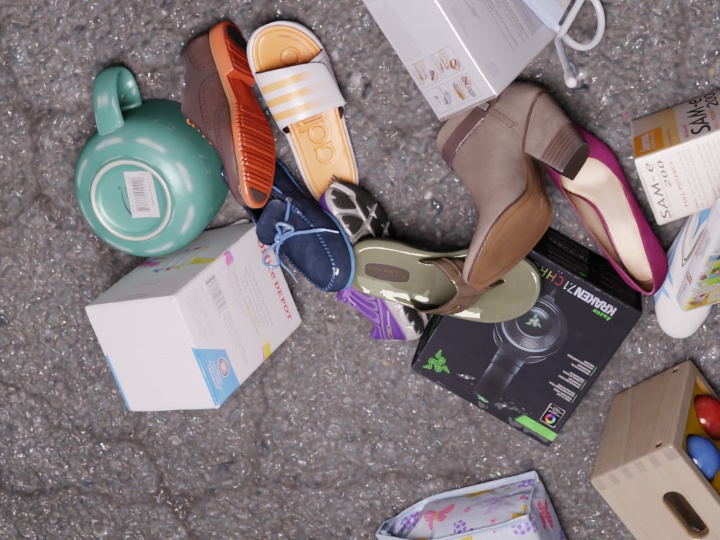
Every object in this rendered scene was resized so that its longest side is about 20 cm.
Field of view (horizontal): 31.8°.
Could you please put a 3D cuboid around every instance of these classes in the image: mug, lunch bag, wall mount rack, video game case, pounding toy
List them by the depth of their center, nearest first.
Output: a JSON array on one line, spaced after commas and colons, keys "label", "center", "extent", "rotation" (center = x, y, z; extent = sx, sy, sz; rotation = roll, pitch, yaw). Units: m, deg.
[{"label": "wall mount rack", "center": [0.166, -0.264, 1.150], "extent": [0.200, 0.174, 0.074], "rotation": [40, 155, -23]}, {"label": "video game case", "center": [0.409, -0.037, 1.193], "extent": [0.199, 0.023, 0.182], "rotation": [-15, 150, -8]}, {"label": "pounding toy", "center": [0.370, 0.212, 1.326], "extent": [0.142, 0.184, 0.200], "rotation": [-32, 104, 33]}, {"label": "mug", "center": [-0.236, -0.102, 1.330], "extent": [0.185, 0.115, 0.152], "rotation": [37, 114, -6]}, {"label": "lunch bag", "center": [0.135, 0.346, 1.445], "extent": [0.199, 0.127, 0.170], "rotation": [-16, 107, 24]}]

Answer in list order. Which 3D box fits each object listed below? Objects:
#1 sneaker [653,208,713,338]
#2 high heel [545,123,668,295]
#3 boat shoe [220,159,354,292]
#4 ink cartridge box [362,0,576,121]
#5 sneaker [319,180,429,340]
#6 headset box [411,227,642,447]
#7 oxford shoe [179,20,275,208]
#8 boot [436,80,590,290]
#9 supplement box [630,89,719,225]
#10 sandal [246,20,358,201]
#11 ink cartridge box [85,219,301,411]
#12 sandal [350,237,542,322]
[{"label": "sneaker", "center": [0.352, -0.014, 1.280], "extent": [0.071, 0.073, 0.201], "rotation": [19, 116, 0]}, {"label": "high heel", "center": [0.243, -0.066, 1.264], "extent": [0.067, 0.096, 0.200], "rotation": [-40, 101, 23]}, {"label": "boat shoe", "center": [-0.082, -0.042, 1.294], "extent": [0.200, 0.068, 0.085], "rotation": [43, 124, 39]}, {"label": "ink cartridge box", "center": [0.093, -0.276, 1.196], "extent": [0.084, 0.176, 0.201], "rotation": [-18, 111, 50]}, {"label": "sneaker", "center": [0.000, 0.000, 1.344], "extent": [0.083, 0.081, 0.201], "rotation": [-13, 119, 27]}, {"label": "headset box", "center": [0.171, 0.062, 1.334], "extent": [0.173, 0.093, 0.201], "rotation": [30, 115, -2]}, {"label": "oxford shoe", "center": [-0.138, -0.149, 1.283], "extent": [0.072, 0.071, 0.201], "rotation": [-20, 69, 21]}, {"label": "boot", "center": [0.127, -0.094, 1.241], "extent": [0.200, 0.146, 0.070], "rotation": [-50, 142, -3]}, {"label": "supplement box", "center": [0.363, -0.127, 1.201], "extent": [0.199, 0.126, 0.074], "rotation": [-19, 109, 17]}, {"label": "sandal", "center": [-0.046, -0.157, 1.292], "extent": [0.079, 0.059, 0.208], "rotation": [-25, 111, -4]}, {"label": "ink cartridge box", "center": [-0.167, 0.042, 1.344], "extent": [0.125, 0.200, 0.129], "rotation": [-7, 112, 32]}, {"label": "sandal", "center": [0.079, 0.016, 1.252], "extent": [0.200, 0.057, 0.080], "rotation": [5, 112, 8]}]
